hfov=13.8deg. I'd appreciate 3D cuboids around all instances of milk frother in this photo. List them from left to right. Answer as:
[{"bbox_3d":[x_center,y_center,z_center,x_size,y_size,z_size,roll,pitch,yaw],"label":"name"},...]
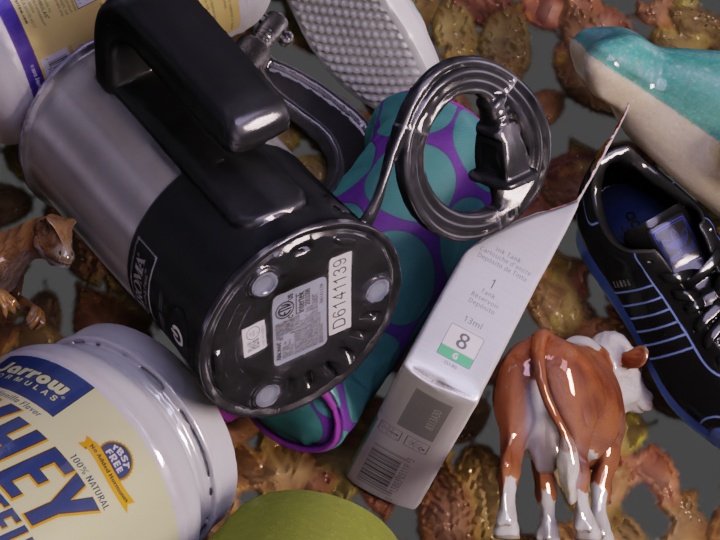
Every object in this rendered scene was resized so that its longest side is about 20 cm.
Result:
[{"bbox_3d":[-0.036,-0.057,1.502,0.200,0.181,0.188,-10,41,-36],"label":"milk frother"}]

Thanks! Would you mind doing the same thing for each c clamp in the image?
[{"bbox_3d":[-0.075,-0.060,1.645,0.171,0.027,0.200,34,61,-9],"label":"c clamp"}]

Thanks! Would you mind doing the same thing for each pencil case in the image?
[{"bbox_3d":[0.000,0.000,1.593,0.085,0.092,0.200,54,54,-29],"label":"pencil case"}]

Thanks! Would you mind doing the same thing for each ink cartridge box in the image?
[{"bbox_3d":[0.067,0.013,1.581,0.050,0.161,0.200,27,63,2],"label":"ink cartridge box"}]

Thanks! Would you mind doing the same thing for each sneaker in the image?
[{"bbox_3d":[-0.006,-0.183,1.689,0.082,0.074,0.200,-36,93,-43],"label":"sneaker"},{"bbox_3d":[0.182,0.018,1.638,0.070,0.078,0.200,-31,63,-15],"label":"sneaker"}]

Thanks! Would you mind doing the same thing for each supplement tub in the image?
[{"bbox_3d":[-0.170,0.125,1.457,0.145,0.145,0.200,49,49,5],"label":"supplement tub"},{"bbox_3d":[-0.136,-0.170,1.579,0.200,0.145,0.146,-28,80,-14],"label":"supplement tub"}]

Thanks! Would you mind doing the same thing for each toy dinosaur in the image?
[{"bbox_3d":[-0.219,0.003,1.539,0.060,0.200,0.106,-16,102,-62],"label":"toy dinosaur"}]

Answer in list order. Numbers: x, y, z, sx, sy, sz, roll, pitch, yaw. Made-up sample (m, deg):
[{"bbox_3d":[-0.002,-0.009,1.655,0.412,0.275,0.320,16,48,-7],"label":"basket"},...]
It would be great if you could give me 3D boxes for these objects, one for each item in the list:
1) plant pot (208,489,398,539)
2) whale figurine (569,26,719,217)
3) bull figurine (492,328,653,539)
[{"bbox_3d":[-0.043,0.210,1.430,0.187,0.187,0.200,23,45,-9],"label":"plant pot"},{"bbox_3d":[0.214,-0.087,1.677,0.200,0.159,0.104,35,99,-9],"label":"whale figurine"},{"bbox_3d":[0.111,0.085,1.585,0.065,0.200,0.122,-2,82,18],"label":"bull figurine"}]
